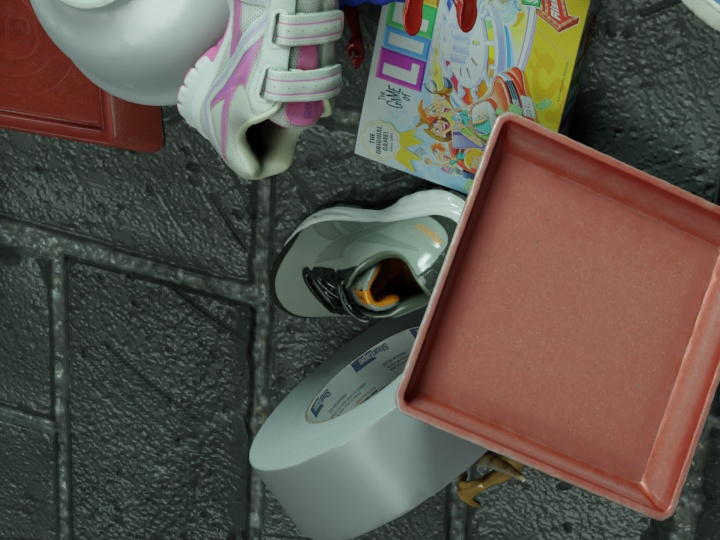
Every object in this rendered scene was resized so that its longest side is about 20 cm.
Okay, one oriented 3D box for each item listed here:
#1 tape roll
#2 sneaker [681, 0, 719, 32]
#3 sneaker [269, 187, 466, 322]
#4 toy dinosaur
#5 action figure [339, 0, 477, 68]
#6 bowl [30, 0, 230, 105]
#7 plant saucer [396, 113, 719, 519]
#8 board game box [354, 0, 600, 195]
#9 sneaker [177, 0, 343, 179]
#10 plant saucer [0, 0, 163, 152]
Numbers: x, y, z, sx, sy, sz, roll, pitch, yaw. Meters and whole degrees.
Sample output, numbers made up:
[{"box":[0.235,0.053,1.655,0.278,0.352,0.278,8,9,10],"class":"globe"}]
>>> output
[{"box":[0.023,0.094,1.694,0.200,0.201,0.066,-27,107,35],"class":"tape roll"},{"box":[0.277,-0.174,1.481,0.199,0.077,0.111,32,134,-2],"class":"sneaker"},{"box":[0.000,0.000,1.713,0.199,0.079,0.074,-17,119,48],"class":"sneaker"},{"box":[0.093,0.116,1.686,0.106,0.200,0.061,-33,85,28],"class":"toy dinosaur"},{"box":[-0.011,-0.155,1.598,0.200,0.065,0.100,26,114,51],"class":"action figure"},{"box":[-0.146,-0.209,1.599,0.200,0.090,0.203,-1,87,30],"class":"bowl"},{"box":[0.137,0.030,1.599,0.198,0.201,0.037,23,170,-14],"class":"plant saucer"},{"box":[0.077,-0.143,1.625,0.134,0.034,0.201,20,126,13],"class":"board game box"},{"box":[-0.043,-0.135,1.534,0.088,0.081,0.201,57,142,31],"class":"sneaker"},{"box":[-0.240,-0.177,1.755,0.198,0.037,0.201,10,123,20],"class":"plant saucer"}]
